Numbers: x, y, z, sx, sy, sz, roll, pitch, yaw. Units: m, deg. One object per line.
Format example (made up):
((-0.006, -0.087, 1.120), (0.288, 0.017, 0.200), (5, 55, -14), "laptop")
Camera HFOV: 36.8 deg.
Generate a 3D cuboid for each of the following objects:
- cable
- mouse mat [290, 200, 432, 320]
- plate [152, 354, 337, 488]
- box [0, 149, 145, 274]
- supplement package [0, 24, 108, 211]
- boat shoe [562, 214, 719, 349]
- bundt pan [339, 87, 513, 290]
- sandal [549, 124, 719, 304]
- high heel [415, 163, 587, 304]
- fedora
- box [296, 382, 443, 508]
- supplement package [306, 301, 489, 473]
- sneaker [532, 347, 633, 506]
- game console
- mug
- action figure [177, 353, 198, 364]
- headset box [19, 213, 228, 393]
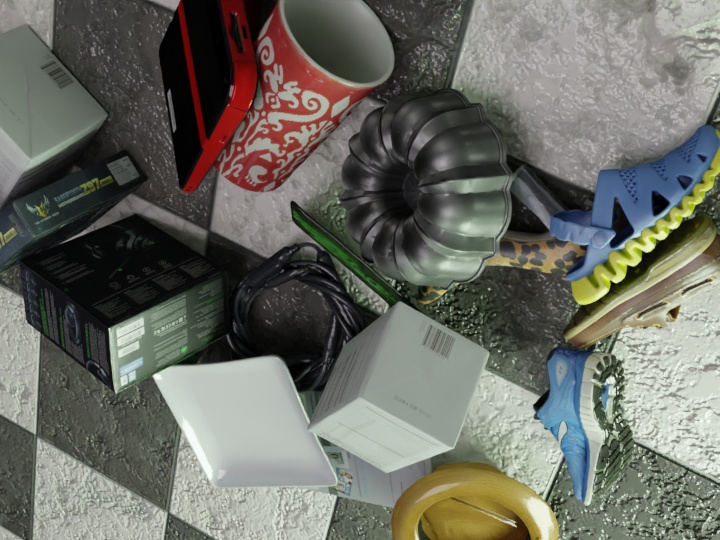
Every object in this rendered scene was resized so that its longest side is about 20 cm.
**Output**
((-0.082, 0.065, 1.293), (0.199, 0.051, 0.164), (-35, 95, 32), "cable")
((0.000, 0.000, 1.165), (0.199, 0.161, 0.008), (42, 85, 1), "mouse mat")
((-0.139, 0.184, 1.337), (0.197, 0.032, 0.202), (-7, 120, 29), "plate")
((-0.372, -0.061, 1.291), (0.157, 0.200, 0.051), (-31, 94, 37), "box")
((-0.441, -0.157, 1.309), (0.152, 0.151, 0.200), (46, 128, -2), "supplement package")
((0.280, 0.028, 1.055), (0.068, 0.072, 0.200), (45, 130, -4), "boat shoe")
((0.052, -0.079, 1.071), (0.200, 0.075, 0.206), (9, 103, 47), "bundt pan")
((0.249, -0.062, 0.998), (0.087, 0.079, 0.200), (45, 107, 2), "sandal")
((0.153, 0.007, 1.115), (0.143, 0.071, 0.200), (45, 122, 4), "high heel")
((0.132, 0.283, 1.260), (0.196, 0.082, 0.204), (1, 123, 2), "fedora")
((0.004, 0.213, 1.334), (0.197, 0.041, 0.159), (6, 119, 27), "box")
((0.034, 0.129, 1.142), (0.112, 0.111, 0.200), (29, 157, -9), "supplement package")
((0.237, 0.163, 1.164), (0.088, 0.078, 0.203), (21, 132, 43), "sneaker")
((-0.161, -0.209, 1.120), (0.177, 0.031, 0.203), (-51, 44, 47), "game console")
((-0.073, -0.198, 1.120), (0.132, 0.180, 0.200), (18, 139, -26), "mug")
((-0.300, 0.076, 1.375), (0.197, 0.056, 0.118), (21, 160, -9), "action figure")
((-0.283, 0.029, 1.284), (0.198, 0.173, 0.094), (28, 129, 34), "headset box")
